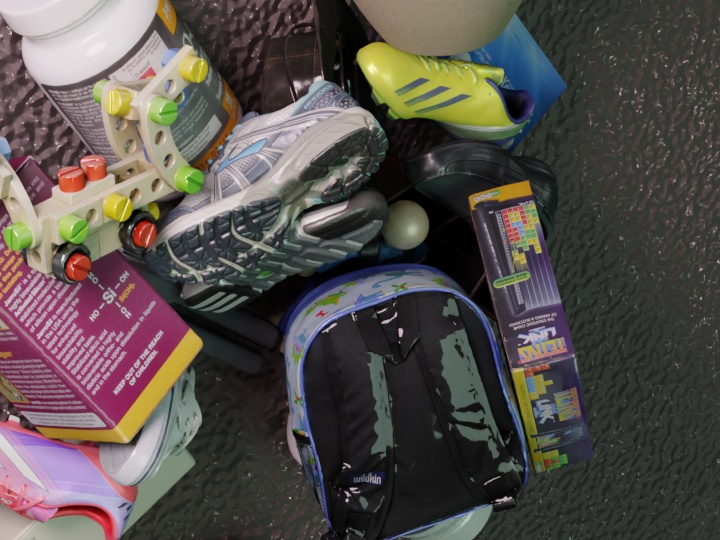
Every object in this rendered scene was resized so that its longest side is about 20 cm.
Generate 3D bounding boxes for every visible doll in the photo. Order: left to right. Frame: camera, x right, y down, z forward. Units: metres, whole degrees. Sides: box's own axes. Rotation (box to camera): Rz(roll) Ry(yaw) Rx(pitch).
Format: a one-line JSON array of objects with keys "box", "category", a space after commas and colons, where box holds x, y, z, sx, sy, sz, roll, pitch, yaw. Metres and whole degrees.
[{"box": [0.000, 0.000, 1.685, 0.136, 0.049, 0.200, -9, 155, -34], "category": "doll"}]

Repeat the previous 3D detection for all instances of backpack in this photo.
[{"box": [0.027, 0.097, 1.637, 0.182, 0.147, 0.201, -16, 110, -5], "category": "backpack"}]

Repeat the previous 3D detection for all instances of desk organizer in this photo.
[{"box": [0.072, -0.027, 1.778, 0.200, 0.077, 0.072, 34, 90, -43], "category": "desk organizer"}]

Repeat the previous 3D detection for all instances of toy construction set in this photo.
[{"box": [-0.190, -0.071, 1.383, 0.199, 0.092, 0.132, -19, 123, -29], "category": "toy construction set"}]

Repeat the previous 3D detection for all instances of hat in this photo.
[{"box": [-0.040, -0.134, 1.620, 0.080, 0.201, 0.202, -8, 127, 11], "category": "hat"}]

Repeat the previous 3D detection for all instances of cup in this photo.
[{"box": [0.061, -0.254, 1.571, 0.199, 0.200, 0.144, -26, 128, -25], "category": "cup"}]

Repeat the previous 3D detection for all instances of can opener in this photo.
[{"box": [-0.143, 0.037, 1.648, 0.199, 0.067, 0.054, 28, 95, -36], "category": "can opener"}]

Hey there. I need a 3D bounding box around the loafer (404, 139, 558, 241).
[{"box": [0.107, -0.064, 1.693, 0.200, 0.068, 0.071, 11, 66, -54], "category": "loafer"}]

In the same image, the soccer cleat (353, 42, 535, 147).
[{"box": [0.070, -0.152, 1.647, 0.083, 0.065, 0.200, -35, 148, 24], "category": "soccer cleat"}]

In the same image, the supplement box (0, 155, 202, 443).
[{"box": [-0.236, 0.024, 1.482, 0.200, 0.130, 0.103, 49, 62, -25], "category": "supplement box"}]

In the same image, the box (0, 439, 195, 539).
[{"box": [-0.238, 0.189, 1.652, 0.200, 0.068, 0.082, -43, 132, -13], "category": "box"}]

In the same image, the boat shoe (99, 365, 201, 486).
[{"box": [-0.152, 0.108, 1.562, 0.067, 0.200, 0.074, 35, 113, -18], "category": "boat shoe"}]

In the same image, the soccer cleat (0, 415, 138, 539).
[{"box": [-0.269, 0.156, 1.564, 0.199, 0.067, 0.077, 13, 68, -15], "category": "soccer cleat"}]

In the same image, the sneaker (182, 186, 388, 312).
[{"box": [-0.071, -0.053, 1.571, 0.199, 0.116, 0.075, -25, 155, 31], "category": "sneaker"}]

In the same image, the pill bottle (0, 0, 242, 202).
[{"box": [-0.178, -0.153, 1.490, 0.116, 0.116, 0.200, -44, 133, -11], "category": "pill bottle"}]

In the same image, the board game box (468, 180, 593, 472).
[{"box": [0.142, 0.049, 1.666, 0.056, 0.166, 0.200, -15, 150, 2], "category": "board game box"}]

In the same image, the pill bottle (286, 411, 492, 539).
[{"box": [0.032, 0.171, 1.823, 0.114, 0.114, 0.200, -52, 133, -4], "category": "pill bottle"}]

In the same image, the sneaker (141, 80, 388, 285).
[{"box": [-0.078, -0.066, 1.492, 0.199, 0.087, 0.078, -32, 143, -1], "category": "sneaker"}]

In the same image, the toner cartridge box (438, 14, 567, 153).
[{"box": [0.093, -0.190, 1.734, 0.095, 0.043, 0.200, -50, 133, -7], "category": "toner cartridge box"}]
